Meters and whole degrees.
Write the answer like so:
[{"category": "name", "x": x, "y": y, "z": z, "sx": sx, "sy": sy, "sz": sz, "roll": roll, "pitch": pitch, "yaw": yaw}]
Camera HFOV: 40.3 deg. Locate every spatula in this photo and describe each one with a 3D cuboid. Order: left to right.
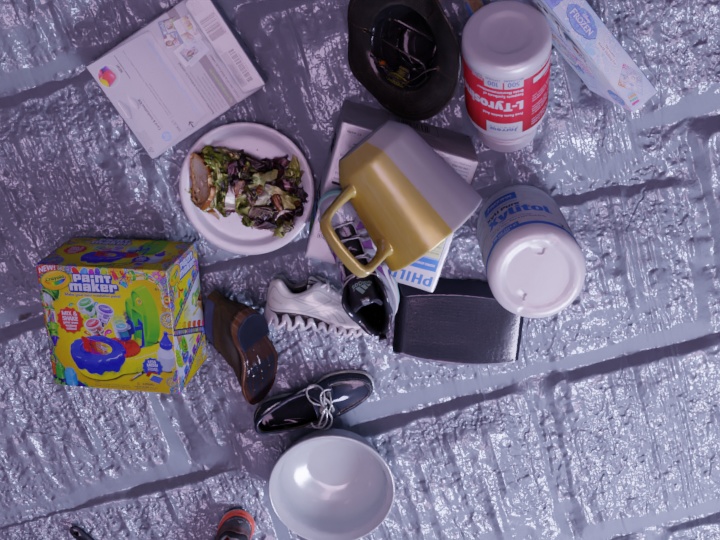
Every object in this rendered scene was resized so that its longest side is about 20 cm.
[{"category": "spatula", "x": -0.426, "y": 0.506, "z": 1.685, "sx": 0.056, "sy": 0.021, "sz": 0.200, "roll": -39, "pitch": 105, "yaw": 9}]

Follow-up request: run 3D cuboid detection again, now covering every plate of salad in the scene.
[{"category": "plate of salad", "x": -0.166, "y": -0.114, "z": 1.420, "sx": 0.198, "sy": 0.048, "sz": 0.202, "roll": 0, "pitch": 111, "yaw": 1}]

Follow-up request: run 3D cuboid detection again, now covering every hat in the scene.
[{"category": "hat", "x": 0.073, "y": -0.307, "z": 1.307, "sx": 0.199, "sy": 0.081, "sz": 0.202, "roll": 26, "pitch": 137, "yaw": 27}]

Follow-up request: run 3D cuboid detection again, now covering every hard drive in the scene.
[{"category": "hard drive", "x": 0.151, "y": 0.083, "z": 1.495, "sx": 0.198, "sy": 0.042, "sz": 0.136, "roll": 4, "pitch": 112, "yaw": -1}]

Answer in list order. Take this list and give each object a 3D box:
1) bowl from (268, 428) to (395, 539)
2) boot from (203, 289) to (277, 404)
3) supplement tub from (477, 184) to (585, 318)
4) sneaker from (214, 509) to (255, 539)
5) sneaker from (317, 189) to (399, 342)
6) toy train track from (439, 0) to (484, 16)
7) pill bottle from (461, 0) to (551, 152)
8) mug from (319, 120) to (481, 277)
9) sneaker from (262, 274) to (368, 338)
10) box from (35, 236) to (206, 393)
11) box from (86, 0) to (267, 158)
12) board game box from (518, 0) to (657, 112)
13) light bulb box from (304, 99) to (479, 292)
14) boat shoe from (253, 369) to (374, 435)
[{"category": "bowl", "x": -0.045, "y": 0.328, "z": 1.570, "sx": 0.199, "sy": 0.091, "sz": 0.203, "roll": 0, "pitch": 113, "yaw": 1}, {"category": "boot", "x": -0.185, "y": 0.116, "z": 1.512, "sx": 0.097, "sy": 0.074, "sz": 0.201, "roll": 34, "pitch": 142, "yaw": 32}, {"category": "supplement tub", "x": 0.232, "y": -0.030, "z": 1.364, "sx": 0.130, "sy": 0.200, "sz": 0.133, "roll": 0, "pitch": 112, "yaw": 0}, {"category": "sneaker", "x": -0.235, "y": 0.499, "z": 1.646, "sx": 0.076, "sy": 0.082, "sz": 0.202, "roll": 16, "pitch": 111, "yaw": -5}, {"category": "sneaker", "x": 0.000, "y": 0.000, "z": 1.278, "sx": 0.077, "sy": 0.140, "sz": 0.201, "roll": -23, "pitch": 111, "yaw": 12}, {"category": "toy train track", "x": 0.141, "y": -0.362, "z": 1.315, "sx": 0.115, "sy": 0.032, "sz": 0.201, "roll": -48, "pitch": 122, "yaw": -27}, {"category": "pill bottle", "x": 0.191, "y": -0.245, "z": 1.283, "sx": 0.111, "sy": 0.113, "sz": 0.200, "roll": -9, "pitch": 152, "yaw": 4}, {"category": "mug", "x": 0.045, "y": -0.096, "z": 1.226, "sx": 0.149, "sy": 0.187, "sz": 0.154, "roll": -34, "pitch": 100, "yaw": 31}, {"category": "sneaker", "x": -0.047, "y": 0.053, "z": 1.475, "sx": 0.198, "sy": 0.075, "sz": 0.082, "roll": 6, "pitch": 103, "yaw": -2}, {"category": "box", "x": -0.345, "y": 0.062, "z": 1.439, "sx": 0.198, "sy": 0.122, "sz": 0.195, "roll": 2, "pitch": 112, "yaw": 11}, {"category": "box", "x": -0.253, "y": -0.274, "z": 1.362, "sx": 0.199, "sy": 0.041, "sz": 0.157, "roll": -31, "pitch": 108, "yaw": 12}, {"category": "board game box", "x": 0.275, "y": -0.303, "z": 1.254, "sx": 0.043, "sy": 0.200, "sz": 0.199, "roll": -40, "pitch": 106, "yaw": 10}, {"category": "light bulb box", "x": 0.040, "y": -0.105, "z": 1.378, "sx": 0.196, "sy": 0.125, "sz": 0.202, "roll": 16, "pitch": 112, "yaw": -6}, {"category": "boat shoe", "x": -0.073, "y": 0.210, "z": 1.535, "sx": 0.198, "sy": 0.062, "sz": 0.076, "roll": -13, "pitch": 105, "yaw": 0}]
